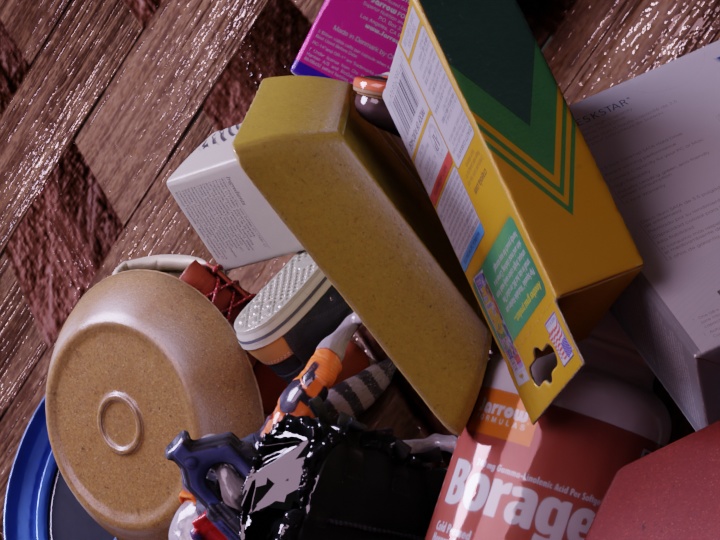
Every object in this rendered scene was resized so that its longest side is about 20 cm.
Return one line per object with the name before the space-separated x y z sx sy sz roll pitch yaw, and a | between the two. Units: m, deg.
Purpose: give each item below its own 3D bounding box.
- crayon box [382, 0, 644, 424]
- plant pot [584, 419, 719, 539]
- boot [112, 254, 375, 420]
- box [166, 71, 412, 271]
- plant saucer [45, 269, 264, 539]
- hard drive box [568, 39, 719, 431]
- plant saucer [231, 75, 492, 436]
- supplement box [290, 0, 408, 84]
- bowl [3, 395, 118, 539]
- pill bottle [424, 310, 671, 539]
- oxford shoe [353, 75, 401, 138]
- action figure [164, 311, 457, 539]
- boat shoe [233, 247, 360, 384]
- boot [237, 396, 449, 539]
crayon box | 0.079 -0.035 0.891 0.126 0.052 0.200 109 140 -71
plant pot | 0.203 0.165 0.775 0.200 0.200 0.176 -33 35 37
boot | -0.083 0.045 1.211 0.200 0.107 0.075 8 40 25
box | -0.028 -0.066 1.165 0.200 0.082 0.068 -13 27 41
plant saucer | -0.151 0.100 1.189 0.200 0.035 0.200 7 101 38
hard drive box | 0.197 -0.025 0.904 0.156 0.077 0.200 -23 43 -4
plant saucer | 0.014 -0.026 1.008 0.048 0.200 0.200 -36 13 12
supplement box | 0.042 -0.200 1.205 0.200 0.103 0.101 -61 2 4
bowl | -0.214 0.165 1.407 0.201 0.039 0.201 -28 50 40
pill bottle | 0.105 0.114 0.975 0.112 0.112 0.200 9 79 53
oxford shoe | 0.076 -0.056 1.029 0.073 0.200 0.071 -67 24 3
action figure | -0.032 0.140 1.115 0.193 0.200 0.105 -34 24 -5
boat shoe | 0.000 0.000 1.175 0.200 0.062 0.075 -45 22 -28
boot | -0.001 0.184 1.027 0.073 0.162 0.198 5 76 50
